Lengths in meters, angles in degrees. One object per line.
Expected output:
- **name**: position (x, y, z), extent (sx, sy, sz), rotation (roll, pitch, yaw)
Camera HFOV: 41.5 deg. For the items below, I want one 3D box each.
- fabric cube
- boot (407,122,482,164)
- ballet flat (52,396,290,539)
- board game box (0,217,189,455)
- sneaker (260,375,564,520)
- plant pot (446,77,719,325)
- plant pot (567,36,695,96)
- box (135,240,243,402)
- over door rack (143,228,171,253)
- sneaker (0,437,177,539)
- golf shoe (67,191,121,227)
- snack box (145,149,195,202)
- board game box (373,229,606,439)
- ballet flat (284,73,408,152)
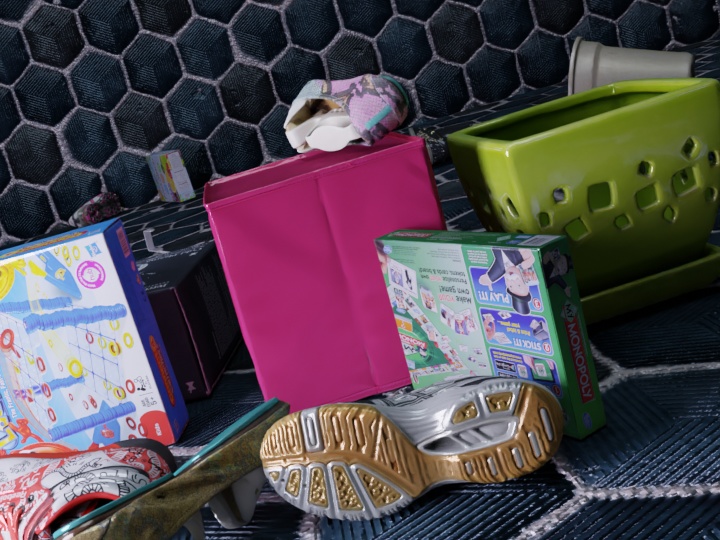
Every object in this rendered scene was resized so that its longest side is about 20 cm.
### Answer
- **fabric cube**: position (-0.023, -0.006, 0.881), extent (0.199, 0.201, 0.196), rotation (-17, 12, -4)
- **boot**: position (0.186, -0.278, 2.051), extent (0.153, 0.074, 0.204), rotation (-14, 19, -2)
- **ballet flat**: position (-0.108, 0.153, 0.625), extent (0.070, 0.071, 0.200), rotation (-5, 15, 40)
- **board game box**: position (-0.278, 0.077, 0.842), extent (0.195, 0.201, 0.056), rotation (-15, 14, 6)
- **sneaker**: position (0.035, 0.115, 0.633), extent (0.199, 0.076, 0.088), rotation (-8, 0, 11)
- **plant pot**: position (0.211, -0.062, 0.872), extent (0.199, 0.183, 0.199), rotation (-17, 13, -6)
- **plant pot**: position (0.443, -0.280, 1.539), extent (0.182, 0.202, 0.200), rotation (2, 19, 22)
- **box**: position (-0.247, 0.068, 1.022), extent (0.199, 0.125, 0.197), rotation (-14, 15, 8)
- **over door rack**: position (-0.299, 0.013, 1.389), extent (0.199, 0.067, 0.147), rotation (21, 34, 35)
- **sneaker**: position (-0.235, 0.175, 0.675), extent (0.200, 0.068, 0.108), rotation (-13, 11, 2)
- **golf shoe**: position (-0.780, -0.179, 2.792), extent (0.092, 0.073, 0.200), rotation (-12, 14, 22)
- **snack box**: position (-0.548, -0.271, 2.738), extent (0.053, 0.143, 0.200), rotation (-22, 15, -24)
- **board game box**: position (0.088, 0.039, 0.705), extent (0.029, 0.135, 0.200), rotation (-23, 15, -28)
- **ballet flat**: position (-0.028, -0.138, 0.877), extent (0.071, 0.069, 0.200), rotation (-41, 21, -17)
